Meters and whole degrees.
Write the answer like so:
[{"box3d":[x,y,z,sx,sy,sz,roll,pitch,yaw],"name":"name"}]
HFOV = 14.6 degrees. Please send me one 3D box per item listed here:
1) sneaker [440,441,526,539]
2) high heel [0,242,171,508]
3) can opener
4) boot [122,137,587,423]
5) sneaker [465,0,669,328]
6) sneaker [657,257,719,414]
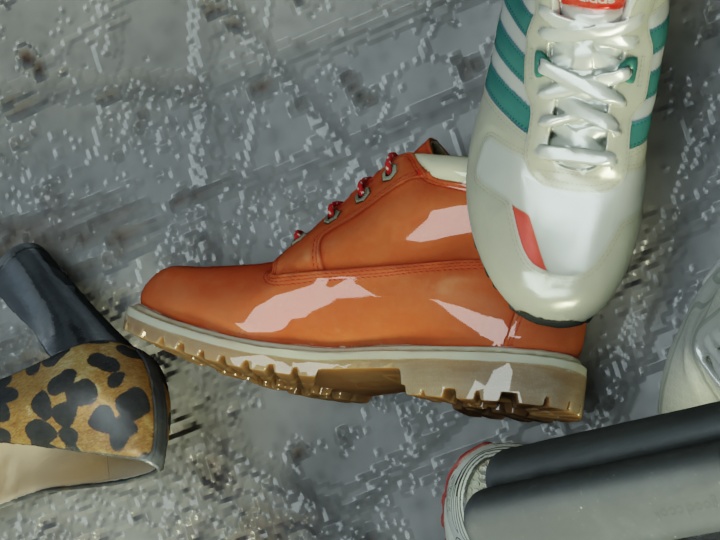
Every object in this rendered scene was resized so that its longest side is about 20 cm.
[{"box3d":[0.109,0.135,1.057,0.078,0.082,0.200,-41,70,-16],"name":"sneaker"},{"box3d":[-0.162,0.100,1.176,0.200,0.071,0.143,-54,44,8],"name":"high heel"},{"box3d":[0.137,0.083,0.999,0.199,0.053,0.067,-15,114,29],"name":"can opener"},{"box3d":[0.000,0.000,1.132,0.199,0.075,0.108,3,82,22],"name":"boot"},{"box3d":[0.079,-0.083,1.048,0.070,0.093,0.201,9,76,7],"name":"sneaker"},{"box3d":[0.153,0.015,1.019,0.075,0.081,0.200,46,139,14],"name":"sneaker"}]
